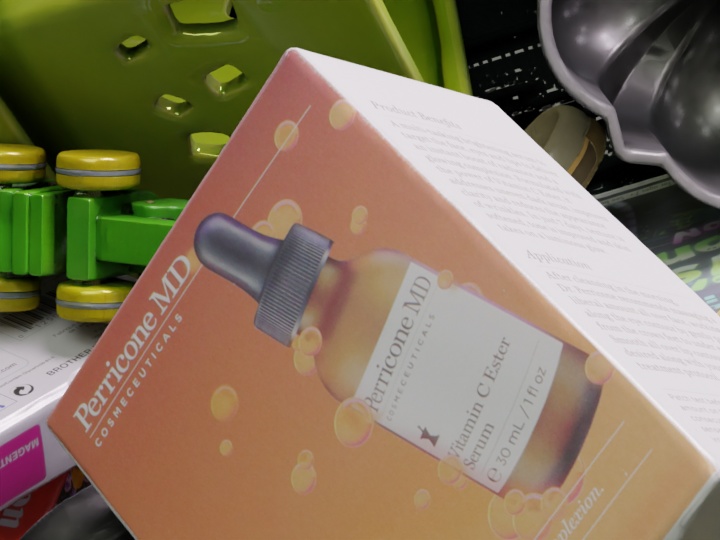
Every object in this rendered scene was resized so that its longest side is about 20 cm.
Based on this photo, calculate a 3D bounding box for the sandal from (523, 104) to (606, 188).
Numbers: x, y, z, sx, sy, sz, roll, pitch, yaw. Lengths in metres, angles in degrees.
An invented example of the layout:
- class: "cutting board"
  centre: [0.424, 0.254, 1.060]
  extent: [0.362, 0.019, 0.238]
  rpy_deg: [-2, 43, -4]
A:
- class: "sandal"
  centre: [0.000, 0.000, 0.969]
  extent: [0.200, 0.054, 0.080]
  rpy_deg: [-41, 16, 1]

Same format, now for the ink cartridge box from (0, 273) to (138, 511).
- class: "ink cartridge box"
  centre: [-0.167, 0.023, 1.022]
  extent: [0.200, 0.042, 0.119]
  rpy_deg: [23, 38, 36]

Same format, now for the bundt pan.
- class: "bundt pan"
  centre: [0.146, -0.121, 0.951]
  extent: [0.202, 0.202, 0.076]
  rpy_deg: [-29, 11, -4]

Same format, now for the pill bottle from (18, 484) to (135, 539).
- class: "pill bottle"
  centre: [-0.034, 0.160, 0.863]
  extent: [0.112, 0.112, 0.200]
  rpy_deg: [-38, 56, -11]

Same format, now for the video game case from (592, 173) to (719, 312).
- class: "video game case"
  centre: [0.117, 0.003, 0.955]
  extent: [0.200, 0.023, 0.182]
  rpy_deg: [-16, 20, 5]

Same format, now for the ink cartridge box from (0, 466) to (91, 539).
- class: "ink cartridge box"
  centre: [-0.141, 0.104, 1.002]
  extent: [0.200, 0.050, 0.109]
  rpy_deg: [7, 57, 22]

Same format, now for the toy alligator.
- class: "toy alligator"
  centre: [-0.082, -0.013, 0.974]
  extent: [0.200, 0.054, 0.059]
  rpy_deg: [5, 98, 24]

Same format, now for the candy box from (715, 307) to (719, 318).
- class: "candy box"
  centre: [0.121, 0.095, 0.831]
  extent: [0.200, 0.055, 0.115]
  rpy_deg: [-53, 51, 19]

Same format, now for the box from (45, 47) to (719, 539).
- class: "box"
  centre: [0.027, 0.056, 0.807]
  extent: [0.200, 0.106, 0.152]
  rpy_deg: [46, 111, 33]

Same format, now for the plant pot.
- class: "plant pot"
  centre: [-0.071, -0.117, 1.053]
  extent: [0.181, 0.199, 0.200]
  rpy_deg: [-16, 52, 12]
